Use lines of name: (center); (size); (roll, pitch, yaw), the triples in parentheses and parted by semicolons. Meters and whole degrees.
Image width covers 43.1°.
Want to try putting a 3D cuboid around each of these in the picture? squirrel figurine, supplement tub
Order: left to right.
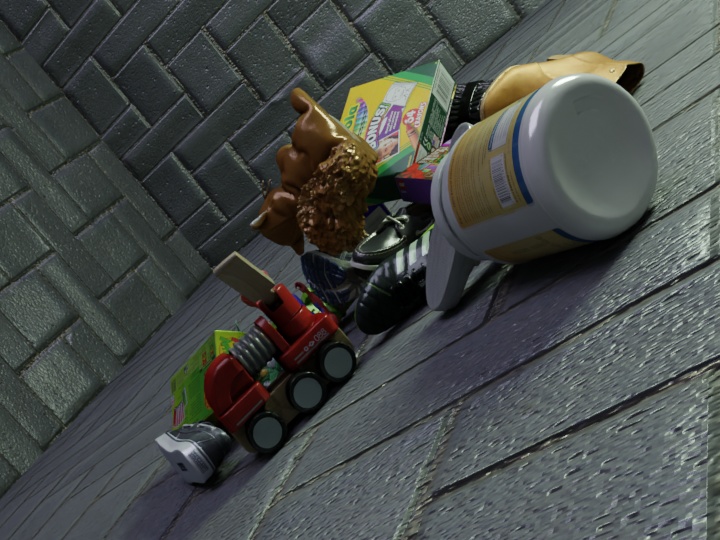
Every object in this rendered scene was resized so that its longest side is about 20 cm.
squirrel figurine: (-0.065, -0.105, 1.225); (0.188, 0.141, 0.201); (-50, 40, 10)
supplement tub: (0.165, -0.087, 0.862); (0.145, 0.145, 0.199); (-45, 11, -24)

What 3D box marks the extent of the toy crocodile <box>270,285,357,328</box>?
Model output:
toy crocodile: (-0.079, 0.086, 1.322); (0.200, 0.062, 0.067); (-43, 46, -4)

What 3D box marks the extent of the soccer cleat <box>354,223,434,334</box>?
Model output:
soccer cleat: (0.073, 0.001, 1.087); (0.200, 0.068, 0.081); (-43, 23, -12)

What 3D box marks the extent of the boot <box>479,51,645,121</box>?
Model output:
boot: (0.262, -0.233, 1.176); (0.200, 0.072, 0.143); (-34, 32, -29)

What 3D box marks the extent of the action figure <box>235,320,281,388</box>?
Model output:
action figure: (-0.155, 0.142, 1.270); (0.199, 0.054, 0.121); (11, 94, 57)

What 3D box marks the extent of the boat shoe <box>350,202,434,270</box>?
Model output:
boat shoe: (0.059, -0.054, 1.200); (0.073, 0.062, 0.198); (21, 33, 40)

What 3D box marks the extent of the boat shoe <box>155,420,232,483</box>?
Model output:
boat shoe: (-0.214, 0.228, 1.187); (0.068, 0.072, 0.199); (-40, 6, -24)

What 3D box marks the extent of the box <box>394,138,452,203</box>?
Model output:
box: (0.154, -0.131, 1.164); (0.136, 0.040, 0.198); (-35, 25, -27)

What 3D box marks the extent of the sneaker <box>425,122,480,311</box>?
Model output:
sneaker: (0.141, -0.047, 0.996); (0.073, 0.113, 0.205); (-168, 91, -68)

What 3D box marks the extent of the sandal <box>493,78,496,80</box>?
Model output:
sandal: (0.210, -0.281, 1.535); (0.200, 0.043, 0.076); (-43, 8, -22)

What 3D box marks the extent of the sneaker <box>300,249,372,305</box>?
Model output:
sneaker: (0.000, 0.000, 1.271); (0.197, 0.079, 0.085); (9, 31, 42)

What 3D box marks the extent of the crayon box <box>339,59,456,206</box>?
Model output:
crayon box: (0.039, -0.196, 1.339); (0.170, 0.058, 0.203); (-8, 54, 38)

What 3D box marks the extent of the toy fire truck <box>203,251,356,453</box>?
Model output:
toy fire truck: (-0.121, 0.086, 1.058); (0.176, 0.201, 0.128); (-42, 10, -12)

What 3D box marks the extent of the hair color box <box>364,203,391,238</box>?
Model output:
hair color box: (0.021, -0.070, 1.450); (0.065, 0.110, 0.200); (-41, 10, -2)

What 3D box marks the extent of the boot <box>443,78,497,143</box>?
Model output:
boot: (0.175, -0.210, 1.327); (0.154, 0.080, 0.213); (-6, 37, 23)

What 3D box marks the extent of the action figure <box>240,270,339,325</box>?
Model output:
action figure: (-0.101, 0.048, 1.258); (0.198, 0.099, 0.066); (29, 74, 40)

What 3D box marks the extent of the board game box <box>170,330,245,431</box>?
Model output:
board game box: (-0.210, 0.168, 1.262); (0.047, 0.104, 0.200); (4, -27, -28)
